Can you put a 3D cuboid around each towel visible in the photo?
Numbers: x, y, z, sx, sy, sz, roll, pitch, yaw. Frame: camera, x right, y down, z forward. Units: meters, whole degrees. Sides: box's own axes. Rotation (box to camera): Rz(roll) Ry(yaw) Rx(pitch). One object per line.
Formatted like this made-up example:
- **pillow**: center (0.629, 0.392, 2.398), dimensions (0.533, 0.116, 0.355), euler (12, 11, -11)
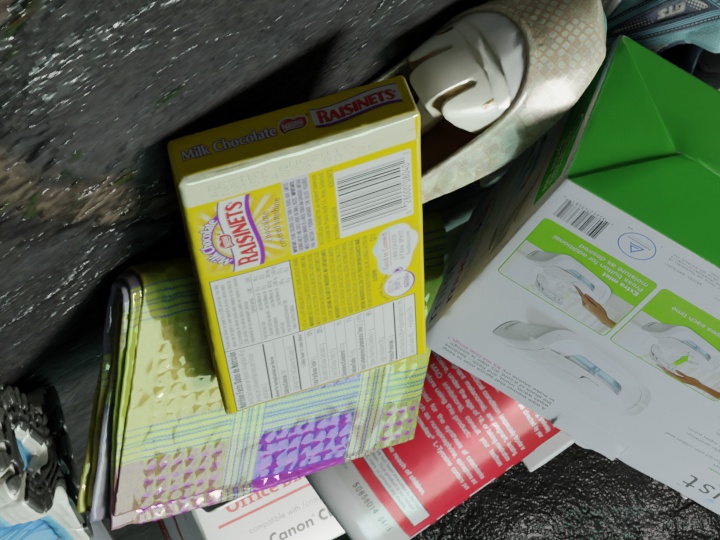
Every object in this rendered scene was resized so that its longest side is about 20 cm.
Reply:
- **towel**: center (-0.046, 0.046, 0.999), dimensions (0.199, 0.023, 0.145), euler (-12, 124, -35)

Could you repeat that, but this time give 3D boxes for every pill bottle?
- **pill bottle**: center (0.057, 0.062, 1.142), dimensions (0.199, 0.113, 0.112), euler (-35, 170, 1)

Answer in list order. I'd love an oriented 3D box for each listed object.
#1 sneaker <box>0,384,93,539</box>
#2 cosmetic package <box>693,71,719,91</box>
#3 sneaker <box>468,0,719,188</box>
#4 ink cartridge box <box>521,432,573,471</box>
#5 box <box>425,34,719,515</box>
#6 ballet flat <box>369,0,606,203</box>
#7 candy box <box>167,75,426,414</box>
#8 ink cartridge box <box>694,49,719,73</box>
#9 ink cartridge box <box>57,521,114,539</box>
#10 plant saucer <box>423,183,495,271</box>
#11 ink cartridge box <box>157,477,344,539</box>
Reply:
- **sneaker**: center (-0.188, 0.100, 0.982), dimensions (0.089, 0.079, 0.200), euler (-16, 166, 2)
- **cosmetic package**: center (0.149, -0.071, 1.114), dimensions (0.082, 0.051, 0.200), euler (-36, -168, -7)
- **sneaker**: center (0.112, -0.088, 0.992), dimensions (0.077, 0.087, 0.200), euler (-24, 165, -44)
- **ink cartridge box**: center (0.186, 0.034, 1.605), dimensions (0.200, 0.147, 0.146), euler (-39, 172, 21)
- **box**: center (0.156, 0.014, 0.970), dimensions (0.097, 0.199, 0.177), euler (-65, -173, -33)
- **ballet flat**: center (0.025, -0.063, 0.896), dimensions (0.200, 0.068, 0.062), euler (-38, 160, 13)
- **candy box**: center (-0.023, -0.005, 0.884), dimensions (0.101, 0.027, 0.200), euler (-15, 149, -7)
- **ink cartridge box**: center (0.234, -0.154, 1.093), dimensions (0.145, 0.085, 0.200), euler (-34, 171, -5)
- **ink cartridge box**: center (-0.263, 0.213, 1.276), dimensions (0.199, 0.041, 0.200), euler (-35, 170, -1)
- **plant saucer**: center (0.000, 0.000, 1.134), dimensions (0.199, 0.050, 0.200), euler (-34, 170, -7)
- **ink cartridge box**: center (-0.065, 0.148, 1.335), dimensions (0.116, 0.068, 0.200), euler (-25, -172, -15)
